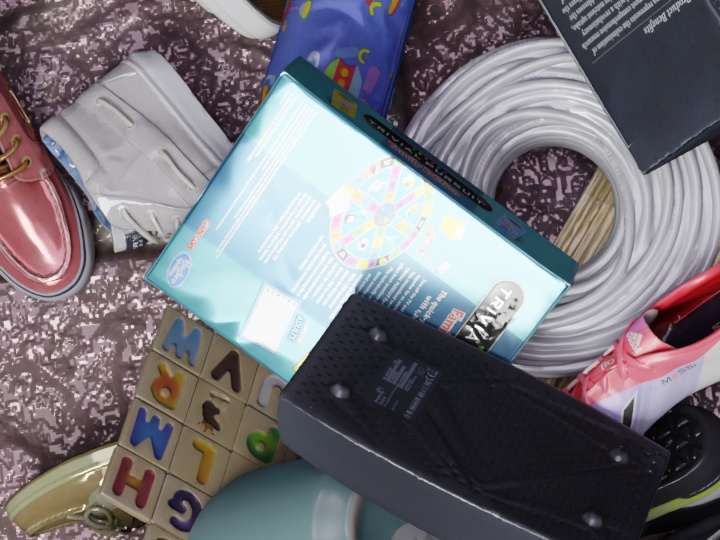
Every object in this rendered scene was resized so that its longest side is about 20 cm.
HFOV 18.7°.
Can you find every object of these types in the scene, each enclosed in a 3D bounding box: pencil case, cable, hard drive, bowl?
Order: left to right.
[{"bbox_3d":[-0.005,-0.150,1.318,0.086,0.078,0.202,16,85,2],"label":"pencil case"},{"bbox_3d":[0.011,0.176,1.187,0.201,0.200,0.105,54,131,5],"label":"bowl"},{"bbox_3d":[0.059,0.095,1.166,0.199,0.135,0.043,26,122,6],"label":"hard drive"},{"bbox_3d":[0.114,-0.036,1.299,0.199,0.069,0.201,34,89,8],"label":"cable"}]

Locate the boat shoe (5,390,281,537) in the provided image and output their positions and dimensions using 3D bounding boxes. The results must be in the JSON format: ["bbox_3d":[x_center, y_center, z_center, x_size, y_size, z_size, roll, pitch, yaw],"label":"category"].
[{"bbox_3d":[-0.114,0.129,1.315,0.199,0.073,0.064,-17,80,-5],"label":"boat shoe"}]

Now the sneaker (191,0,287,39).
[{"bbox_3d":[-0.128,-0.210,1.352,0.200,0.073,0.085,47,125,-3],"label":"sneaker"}]

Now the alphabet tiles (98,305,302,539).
[{"bbox_3d":[-0.061,0.112,1.255,0.166,0.006,0.201,32,50,-19],"label":"alphabet tiles"}]

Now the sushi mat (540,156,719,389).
[{"bbox_3d":[0.156,0.011,1.331,0.095,0.012,0.201,31,88,7],"label":"sushi mat"}]

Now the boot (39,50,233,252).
[{"bbox_3d":[-0.107,-0.033,1.316,0.095,0.074,0.200,-37,76,-16],"label":"boot"}]

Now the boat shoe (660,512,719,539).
[{"bbox_3d":[0.167,0.200,1.292,0.199,0.063,0.073,-30,84,2],"label":"boat shoe"}]

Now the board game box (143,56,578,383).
[{"bbox_3d":[0.000,0.000,1.244,0.199,0.047,0.151,36,110,-1],"label":"board game box"}]

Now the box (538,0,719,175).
[{"bbox_3d":[0.206,-0.192,1.246,0.199,0.124,0.198,-27,86,-34],"label":"box"}]

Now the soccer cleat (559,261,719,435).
[{"bbox_3d":[0.150,0.062,1.229,0.199,0.076,0.067,-37,49,11],"label":"soccer cleat"}]

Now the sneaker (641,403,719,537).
[{"bbox_3d":[0.143,0.143,1.294,0.199,0.083,0.072,-19,54,25],"label":"sneaker"}]

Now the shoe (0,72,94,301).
[{"bbox_3d":[-0.231,-0.073,1.325,0.071,0.091,0.201,-28,85,2],"label":"shoe"}]
